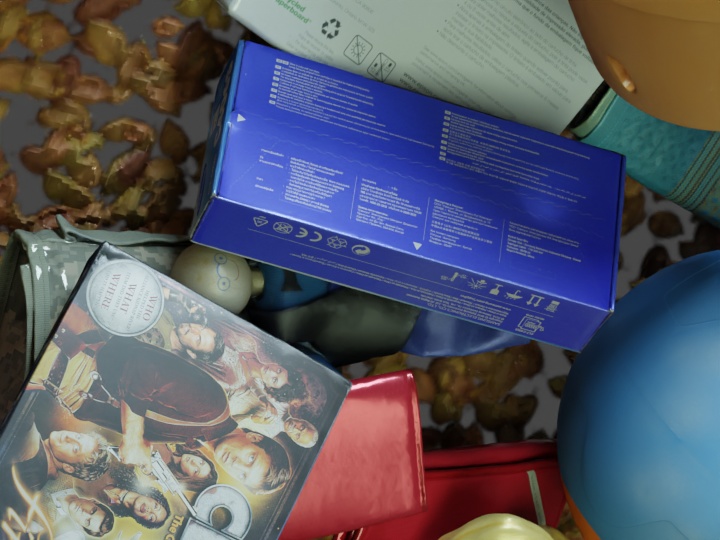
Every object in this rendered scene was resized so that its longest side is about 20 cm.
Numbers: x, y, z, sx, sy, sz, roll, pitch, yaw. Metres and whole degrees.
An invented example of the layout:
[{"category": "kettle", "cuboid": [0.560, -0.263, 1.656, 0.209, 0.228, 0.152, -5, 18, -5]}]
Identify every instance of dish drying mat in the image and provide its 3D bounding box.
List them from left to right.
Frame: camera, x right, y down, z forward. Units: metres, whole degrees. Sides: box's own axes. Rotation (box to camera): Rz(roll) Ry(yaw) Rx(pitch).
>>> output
[{"category": "dish drying mat", "cuboid": [-0.067, 0.099, 1.414, 0.199, 0.018, 0.077, -10, 113, -14]}, {"category": "dish drying mat", "cuboid": [0.049, 0.128, 1.546, 0.200, 0.018, 0.077, -1, 114, -57]}]

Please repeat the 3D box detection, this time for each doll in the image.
[{"category": "doll", "cuboid": [0.000, 0.000, 1.448, 0.199, 0.048, 0.137, -4, 83, -25]}]

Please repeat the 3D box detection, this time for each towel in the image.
[{"category": "towel", "cuboid": [0.218, -0.088, 1.568, 0.200, 0.022, 0.147, 28, 103, -33]}]

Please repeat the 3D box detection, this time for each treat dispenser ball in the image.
[{"category": "treat dispenser ball", "cuboid": [0.202, 0.088, 1.546, 0.200, 0.201, 0.201, -10, 120, -17]}]

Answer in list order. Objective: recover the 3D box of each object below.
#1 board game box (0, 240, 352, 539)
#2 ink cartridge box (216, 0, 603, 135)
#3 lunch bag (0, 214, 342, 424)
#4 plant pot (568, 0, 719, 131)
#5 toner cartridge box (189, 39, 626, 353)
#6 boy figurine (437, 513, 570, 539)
[{"category": "board game box", "cuboid": [-0.105, 0.106, 1.349, 0.135, 0.035, 0.200, 29, 68, -9]}, {"category": "ink cartridge box", "cuboid": [0.058, -0.158, 1.452, 0.199, 0.041, 0.200, 35, 98, -34]}, {"category": "lunch bag", "cuboid": [-0.105, 0.075, 1.468, 0.164, 0.118, 0.201, 3, 109, -26]}, {"category": "plant pot", "cuboid": [0.169, -0.160, 1.374, 0.200, 0.200, 0.140, -20, 140, -11]}, {"category": "toner cartridge box", "cuboid": [0.025, -0.035, 1.420, 0.200, 0.095, 0.043, 17, 144, -12]}, {"category": "boy figurine", "cuboid": [0.097, 0.189, 1.543, 0.064, 0.125, 0.200, -20, 144, 16]}]
